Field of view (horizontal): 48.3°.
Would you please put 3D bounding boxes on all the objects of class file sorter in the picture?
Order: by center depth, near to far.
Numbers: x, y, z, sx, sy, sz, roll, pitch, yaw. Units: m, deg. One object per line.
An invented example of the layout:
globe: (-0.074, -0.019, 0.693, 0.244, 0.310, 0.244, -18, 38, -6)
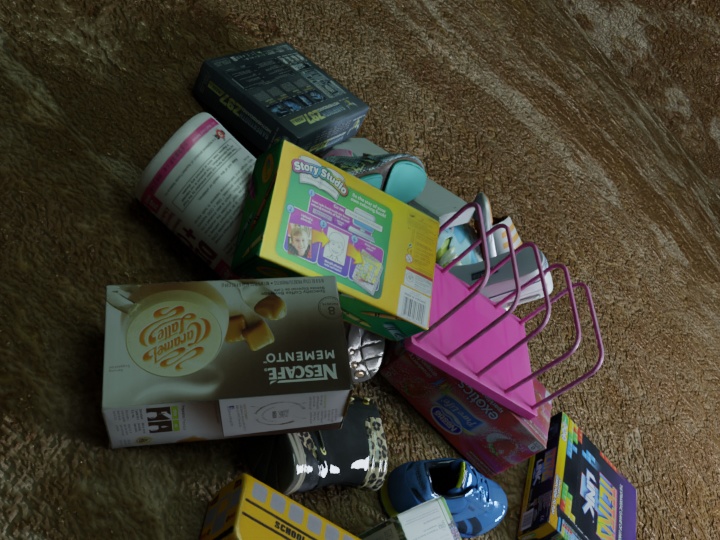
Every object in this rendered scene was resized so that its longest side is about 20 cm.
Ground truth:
file sorter: (0.159, 0.042, 0.892, 0.198, 0.125, 0.141, 31, 39, -26)

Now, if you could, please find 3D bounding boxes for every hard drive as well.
hard drive: (0.050, -0.121, 1.092, 0.198, 0.027, 0.131, 35, 23, 20)

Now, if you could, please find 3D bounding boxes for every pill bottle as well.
pill bottle: (-0.122, -0.051, 0.821, 0.200, 0.113, 0.114, 43, 35, -6)

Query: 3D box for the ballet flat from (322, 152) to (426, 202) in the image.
ballet flat: (0.008, -0.112, 0.940, 0.198, 0.074, 0.075, -13, 69, -58)

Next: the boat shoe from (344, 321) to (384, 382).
boat shoe: (-0.011, 0.016, 0.865, 0.074, 0.072, 0.205, 22, 73, -43)

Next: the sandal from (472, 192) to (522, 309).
sandal: (0.209, -0.018, 1.169, 0.079, 0.058, 0.212, -106, -179, -72)

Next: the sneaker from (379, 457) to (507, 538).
sneaker: (0.112, 0.244, 0.877, 0.197, 0.078, 0.067, 20, 43, -40)

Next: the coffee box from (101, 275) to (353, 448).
coffee box: (-0.112, 0.075, 0.678, 0.194, 0.080, 0.117, -2, 55, -12)

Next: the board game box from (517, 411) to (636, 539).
board game box: (0.286, 0.312, 1.041, 0.165, 0.056, 0.201, 44, 35, -11)

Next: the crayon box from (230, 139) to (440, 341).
crayon box: (-0.017, -0.024, 0.773, 0.197, 0.058, 0.122, 24, 62, -28)

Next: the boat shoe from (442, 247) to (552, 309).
boat shoe: (0.148, 0.032, 1.023, 0.066, 0.196, 0.075, 58, 31, -35)

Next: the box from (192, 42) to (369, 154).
box: (-0.096, -0.219, 1.035, 0.157, 0.052, 0.200, 38, 34, 9)

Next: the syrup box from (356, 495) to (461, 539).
syrup box: (0.071, 0.329, 0.749, 0.080, 0.078, 0.204, -1, 61, -50)

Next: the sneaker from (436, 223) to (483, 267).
sneaker: (0.116, -0.006, 1.107, 0.129, 0.079, 0.203, 27, 32, -35)

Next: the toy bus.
toy bus: (-0.042, 0.261, 0.690, 0.198, 0.065, 0.079, 36, 35, -22)

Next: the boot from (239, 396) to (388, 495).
boot: (-0.055, 0.128, 0.788, 0.149, 0.073, 0.203, 21, 35, -46)

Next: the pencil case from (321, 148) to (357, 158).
pencil case: (-0.043, -0.068, 0.964, 0.087, 0.087, 0.201, 43, 34, -12)

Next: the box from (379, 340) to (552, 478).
box: (0.131, 0.139, 0.971, 0.200, 0.099, 0.096, 45, 35, -10)
